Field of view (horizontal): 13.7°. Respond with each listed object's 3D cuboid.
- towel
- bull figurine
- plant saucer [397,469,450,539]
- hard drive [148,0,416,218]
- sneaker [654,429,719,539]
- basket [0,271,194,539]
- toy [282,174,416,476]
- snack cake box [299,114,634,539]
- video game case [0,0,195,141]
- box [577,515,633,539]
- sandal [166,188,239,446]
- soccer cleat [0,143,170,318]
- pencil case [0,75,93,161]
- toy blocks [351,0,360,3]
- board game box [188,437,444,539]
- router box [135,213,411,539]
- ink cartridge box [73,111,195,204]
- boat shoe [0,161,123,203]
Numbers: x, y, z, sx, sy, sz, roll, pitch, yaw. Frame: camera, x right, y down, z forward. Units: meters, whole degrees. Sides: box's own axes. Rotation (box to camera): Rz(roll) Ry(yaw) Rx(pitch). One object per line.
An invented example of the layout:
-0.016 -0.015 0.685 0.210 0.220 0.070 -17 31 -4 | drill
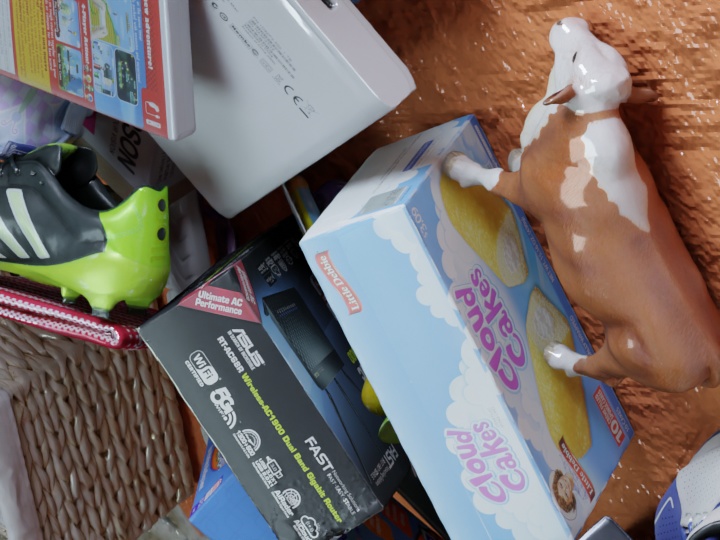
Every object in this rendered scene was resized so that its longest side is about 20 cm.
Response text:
-0.151 0.028 1.666 0.144 0.200 0.023 14 91 21 | towel
0.112 -0.026 1.459 0.121 0.065 0.201 3 122 57 | bull figurine
0.010 0.090 1.765 0.200 0.019 0.070 44 149 13 | plant saucer
-0.064 -0.107 1.504 0.132 0.026 0.200 49 151 -6 | hard drive
0.188 0.130 1.464 0.081 0.115 0.199 55 150 -3 | sneaker
-0.236 0.084 1.955 0.198 0.161 0.200 27 142 37 | basket
0.000 0.000 1.606 0.115 0.047 0.201 67 -177 -61 | toy
0.057 0.037 1.532 0.067 0.115 0.200 -19 108 28 | snack cake box
-0.161 -0.157 1.509 0.200 0.017 0.143 22 125 38 | video game case
0.162 0.236 1.550 0.200 0.104 0.182 47 179 10 | box
-0.085 0.016 1.787 0.082 0.050 0.203 -148 47 -67 | sandal
-0.182 -0.033 1.595 0.199 0.067 0.081 15 100 30 | soccer cleat
-0.235 -0.108 1.687 0.200 0.091 0.083 9 89 50 | pencil case
-0.032 -0.186 1.479 0.137 0.100 0.200 47 151 -13 | toy blocks
-0.004 0.163 1.699 0.200 0.045 0.152 41 -167 -10 | board game box
-0.035 0.059 1.631 0.150 0.062 0.200 57 -166 -4 | router box
-0.139 -0.152 1.663 0.165 0.075 0.200 44 148 18 | ink cartridge box
-0.205 -0.029 1.728 0.073 0.200 0.063 10 89 44 | boat shoe
